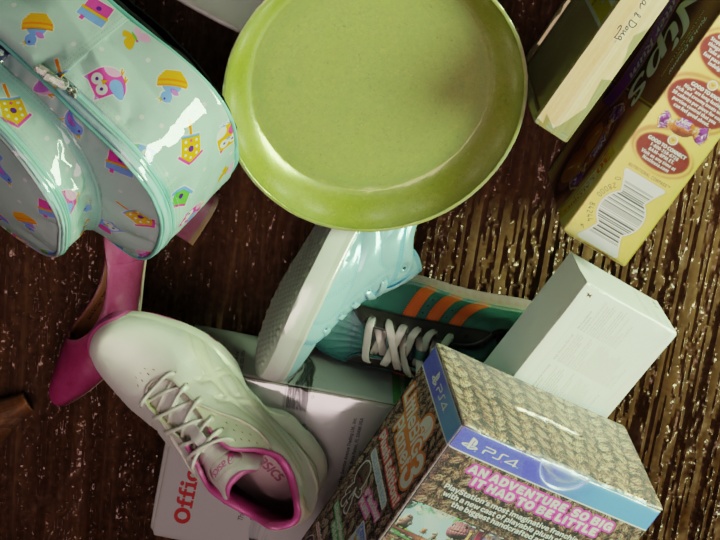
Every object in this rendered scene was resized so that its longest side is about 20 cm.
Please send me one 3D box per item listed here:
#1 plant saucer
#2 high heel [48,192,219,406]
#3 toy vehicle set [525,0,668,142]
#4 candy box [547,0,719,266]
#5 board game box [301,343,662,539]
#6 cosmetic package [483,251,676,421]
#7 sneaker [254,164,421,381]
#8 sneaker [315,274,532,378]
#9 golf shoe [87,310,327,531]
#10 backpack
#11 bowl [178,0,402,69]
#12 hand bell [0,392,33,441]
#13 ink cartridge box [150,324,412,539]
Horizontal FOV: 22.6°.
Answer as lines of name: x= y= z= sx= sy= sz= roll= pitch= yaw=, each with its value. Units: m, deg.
plant saucer: x=0.009 y=-0.119 z=1.181 sx=0.200 sy=0.031 sz=0.200 roll=-3 pitch=121 yaw=-6
high heel: x=-0.192 y=0.000 z=1.288 sx=0.096 sy=0.067 sz=0.200 roll=31 pitch=95 yaw=-23
toy vehicle set: x=0.174 y=-0.188 z=1.175 sx=0.027 sy=0.124 sz=0.200 roll=30 pitch=110 yaw=-12
candy box: x=0.207 y=-0.113 z=1.212 sx=0.056 sy=0.117 sz=0.200 roll=28 pitch=111 yaw=-11
board game box: x=0.072 y=0.177 z=1.207 sx=0.159 sy=0.097 sz=0.200 roll=25 pitch=113 yaw=-22
cosmetic package: x=0.122 y=0.089 z=1.252 sx=0.083 sy=0.051 sz=0.200 roll=28 pitch=111 yaw=-25
sneaker: x=0.000 y=0.000 z=1.265 sx=0.082 sy=0.074 sz=0.200 roll=29 pitch=93 yaw=-14
sneaker: x=0.058 y=0.052 z=1.302 sx=0.200 sy=0.080 sz=0.071 roll=5 pitch=115 yaw=-4
golf shoe: x=-0.103 y=0.103 z=1.231 sx=0.200 sy=0.092 sz=0.075 roll=38 pitch=105 yaw=-11
backpack: x=-0.182 y=-0.097 z=1.151 sx=0.200 sy=0.153 sz=0.176 roll=32 pitch=156 yaw=5
bowl: x=-0.045 y=-0.256 z=1.174 sx=0.200 sy=0.075 sz=0.200 roll=26 pitch=112 yaw=-11
hand bell: x=-0.338 y=0.147 z=1.357 sx=0.200 sy=0.104 sz=0.104 roll=-31 pitch=111 yaw=-1
ink cartridge box: x=-0.044 y=0.134 z=1.337 sx=0.200 sy=0.084 sz=0.146 roll=12 pitch=112 yaw=-5
